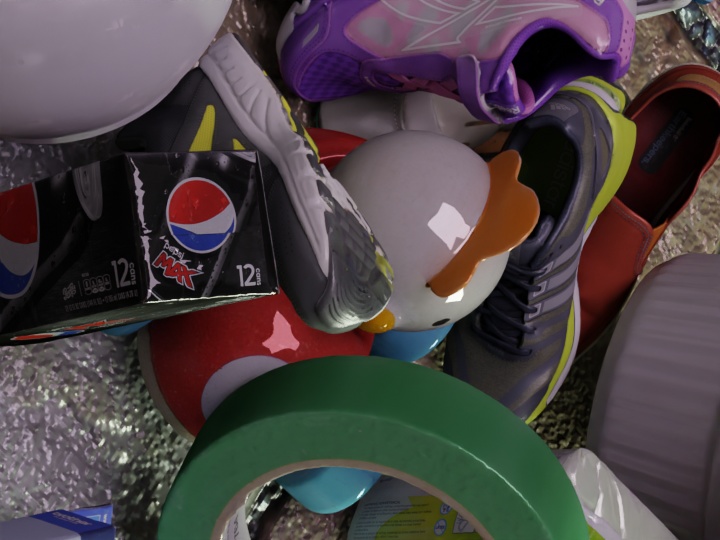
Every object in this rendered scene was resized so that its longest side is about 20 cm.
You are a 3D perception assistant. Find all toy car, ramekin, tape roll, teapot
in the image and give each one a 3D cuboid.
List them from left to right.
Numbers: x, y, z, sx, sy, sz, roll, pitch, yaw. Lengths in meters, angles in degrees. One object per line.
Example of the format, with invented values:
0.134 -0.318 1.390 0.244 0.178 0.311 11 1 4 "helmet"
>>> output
-0.136 -0.130 1.178 0.146 0.200 0.198 79 8 -49 "teapot"
0.000 0.000 1.238 0.184 0.200 0.177 43 58 -27 "toy car"
0.006 0.135 1.220 0.201 0.200 0.048 54 30 -20 "tape roll"
0.192 0.081 1.418 0.202 0.094 0.203 14 90 -68 "ramekin"

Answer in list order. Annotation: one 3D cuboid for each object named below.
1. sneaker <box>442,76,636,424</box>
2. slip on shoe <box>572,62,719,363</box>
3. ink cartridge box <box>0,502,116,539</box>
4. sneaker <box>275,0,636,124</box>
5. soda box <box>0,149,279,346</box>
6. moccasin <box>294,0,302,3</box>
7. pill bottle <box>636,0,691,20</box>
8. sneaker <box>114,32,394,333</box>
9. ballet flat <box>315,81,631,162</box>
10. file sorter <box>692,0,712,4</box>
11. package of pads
0.080 -0.005 1.353 0.081 0.074 0.200 -16 122 -66 "sneaker"
0.133 -0.027 1.403 0.074 0.061 0.200 37 95 2 "slip on shoe"
-0.165 0.173 1.124 0.200 0.042 0.120 -8 106 -58 "ink cartridge box"
0.051 -0.112 1.299 0.080 0.200 0.089 42 39 -58 "sneaker"
-0.121 -0.006 1.131 0.071 0.200 0.063 -4 85 -37 "soda box"
-0.027 -0.183 1.331 0.201 0.074 0.078 17 64 -36 "moccasin"
0.113 -0.232 1.438 0.106 0.106 0.200 -14 92 -41 "pill bottle"
-0.050 -0.024 1.154 0.085 0.200 0.074 -35 126 4 "sneaker"
0.067 -0.088 1.402 0.200 0.064 0.068 -3 85 -41 "ballet flat"
0.127 -0.242 1.325 0.200 0.123 0.139 21 85 -9 "file sorter"
0.105 0.171 1.333 0.200 0.154 0.068 46 57 -27 "package of pads"
